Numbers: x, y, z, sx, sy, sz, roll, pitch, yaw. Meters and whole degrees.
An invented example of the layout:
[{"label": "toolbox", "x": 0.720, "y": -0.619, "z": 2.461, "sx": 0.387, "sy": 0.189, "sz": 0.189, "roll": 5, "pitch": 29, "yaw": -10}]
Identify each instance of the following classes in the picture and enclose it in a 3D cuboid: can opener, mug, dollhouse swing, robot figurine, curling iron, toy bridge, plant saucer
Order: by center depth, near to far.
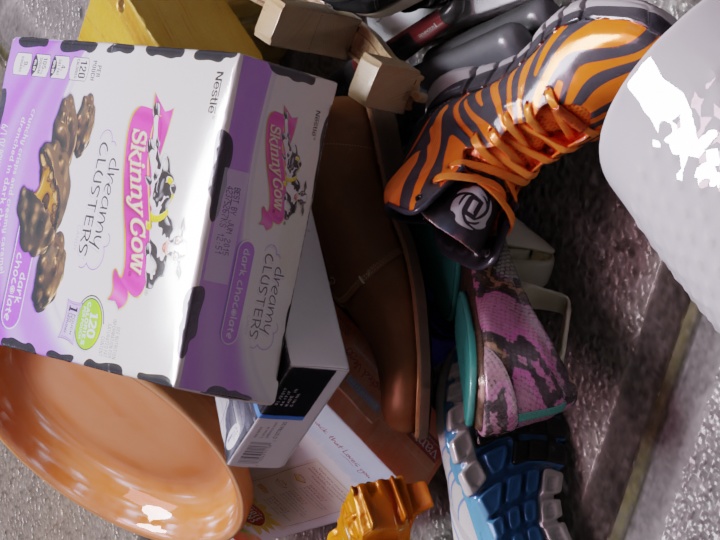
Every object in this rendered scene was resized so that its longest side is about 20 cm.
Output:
[{"label": "mug", "x": 0.223, "y": -0.035, "z": 0.881, "sx": 0.200, "sy": 0.147, "sz": 0.176, "roll": -41, "pitch": 59, "yaw": 15}, {"label": "toy bridge", "x": -0.027, "y": -0.136, "z": 1.206, "sx": 0.200, "sy": 0.067, "sz": 0.027, "roll": 38, "pitch": 111, "yaw": 40}, {"label": "can opener", "x": 0.055, "y": -0.094, "z": 1.227, "sx": 0.067, "sy": 0.053, "sz": 0.199, "roll": 56, "pitch": 148, "yaw": -10}, {"label": "robot figurine", "x": 0.015, "y": 0.210, "z": 1.251, "sx": 0.201, "sy": 0.058, "sz": 0.146, "roll": 100, "pitch": 156, "yaw": -57}, {"label": "curling iron", "x": 0.004, "y": -0.127, "z": 1.264, "sx": 0.200, "sy": 0.025, "sz": 0.050, "roll": -41, "pitch": 60, "yaw": 51}, {"label": "plant saucer", "x": -0.148, "y": 0.091, "z": 1.307, "sx": 0.199, "sy": 0.038, "sz": 0.201, "roll": 23, "pitch": 147, "yaw": 16}, {"label": "dollhouse swing", "x": -0.090, "y": -0.080, "z": 1.330, "sx": 0.182, "sy": 0.174, "sz": 0.201, "roll": 55, "pitch": 136, "yaw": 37}]

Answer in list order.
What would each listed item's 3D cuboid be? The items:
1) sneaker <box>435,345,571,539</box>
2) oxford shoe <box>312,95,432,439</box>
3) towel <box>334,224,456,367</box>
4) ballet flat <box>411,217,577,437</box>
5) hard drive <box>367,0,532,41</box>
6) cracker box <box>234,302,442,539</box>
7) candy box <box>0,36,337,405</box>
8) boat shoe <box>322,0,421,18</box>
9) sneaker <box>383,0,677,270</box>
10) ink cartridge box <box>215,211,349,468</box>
[{"label": "sneaker", "x": 0.073, "y": 0.138, "z": 1.184, "sx": 0.087, "sy": 0.074, "sz": 0.202, "roll": -36, "pitch": 62, "yaw": 60}, {"label": "oxford shoe", "x": 0.000, "y": 0.000, "z": 1.187, "sx": 0.071, "sy": 0.071, "sz": 0.202, "roll": 95, "pitch": 164, "yaw": -70}, {"label": "towel", "x": -0.023, "y": 0.016, "z": 1.309, "sx": 0.149, "sy": 0.049, "sz": 0.200, "roll": 61, "pitch": 146, "yaw": 8}, {"label": "ballet flat", "x": 0.075, "y": 0.013, "z": 1.154, "sx": 0.201, "sy": 0.070, "sz": 0.070, "roll": -104, "pitch": 15, "yaw": -51}, {"label": "hard drive", "x": 0.061, "y": -0.207, "z": 1.212, "sx": 0.199, "sy": 0.026, "sz": 0.133, "roll": -11, "pitch": 83, "yaw": 58}, {"label": "cracker box", "x": -0.051, "y": 0.091, "z": 1.314, "sx": 0.134, "sy": 0.058, "sz": 0.199, "roll": 47, "pitch": 146, "yaw": -15}, {"label": "candy box", "x": -0.116, "y": -0.031, "z": 1.134, "sx": 0.199, "sy": 0.071, "sz": 0.169, "roll": 9, "pitch": 87, "yaw": 46}, {"label": "boat shoe", "x": 0.042, "y": -0.194, "z": 1.139, "sx": 0.199, "sy": 0.067, "sz": 0.072, "roll": -28, "pitch": 63, "yaw": 39}, {"label": "sneaker", "x": 0.086, "y": -0.059, "z": 1.088, "sx": 0.200, "sy": 0.077, "sz": 0.113, "roll": -26, "pitch": 32, "yaw": 54}, {"label": "ink cartridge box", "x": -0.057, "y": -0.004, "z": 1.176, "sx": 0.100, "sy": 0.039, "sz": 0.201, "roll": 122, "pitch": 144, "yaw": -46}]
